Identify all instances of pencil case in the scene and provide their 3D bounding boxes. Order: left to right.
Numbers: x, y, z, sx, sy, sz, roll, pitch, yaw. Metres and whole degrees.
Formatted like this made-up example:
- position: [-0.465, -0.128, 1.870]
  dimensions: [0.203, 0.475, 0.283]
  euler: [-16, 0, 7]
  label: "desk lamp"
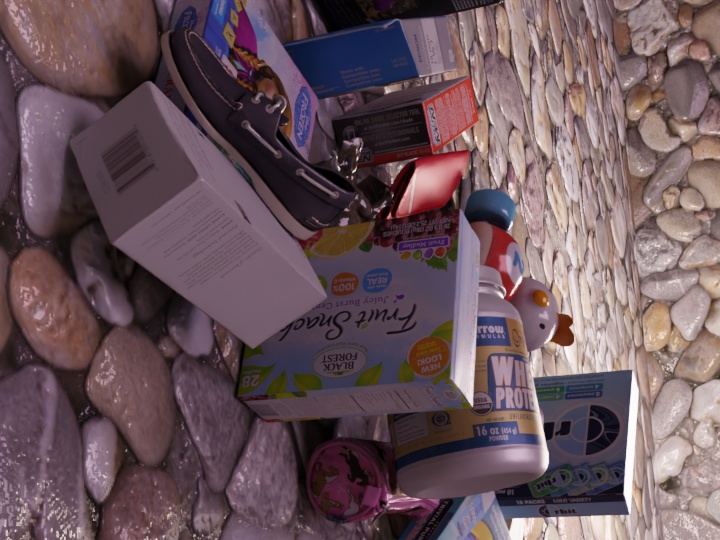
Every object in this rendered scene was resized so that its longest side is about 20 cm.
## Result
- position: [0.020, 0.214, 1.130]
  dimensions: [0.200, 0.083, 0.087]
  euler: [23, 51, -66]
  label: "pencil case"

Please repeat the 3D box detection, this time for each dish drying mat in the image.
- position: [0.075, -0.094, 1.226]
  dimensions: [0.077, 0.018, 0.200]
  euler: [-64, 164, 18]
  label: "dish drying mat"

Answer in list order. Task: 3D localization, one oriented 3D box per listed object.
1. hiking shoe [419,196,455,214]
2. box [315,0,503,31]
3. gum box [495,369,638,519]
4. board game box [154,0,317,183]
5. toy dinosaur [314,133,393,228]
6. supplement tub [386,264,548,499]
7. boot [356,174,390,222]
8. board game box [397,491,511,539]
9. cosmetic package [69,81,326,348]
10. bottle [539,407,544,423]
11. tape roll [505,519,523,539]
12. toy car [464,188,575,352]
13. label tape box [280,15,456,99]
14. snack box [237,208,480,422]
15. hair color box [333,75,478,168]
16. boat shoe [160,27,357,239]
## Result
- position: [0.062, -0.063, 1.326]
  dimensions: [0.101, 0.076, 0.200]
  euler: [63, 31, -45]
  label: "hiking shoe"
- position: [0.050, -0.349, 1.226]
  dimensions: [0.106, 0.200, 0.122]
  euler: [55, 35, -47]
  label: "box"
- position: [0.254, 0.215, 1.389]
  dimensions: [0.200, 0.170, 0.045]
  euler: [-71, 146, -47]
  label: "gum box"
- position: [-0.108, -0.136, 0.994]
  dimensions: [0.200, 0.041, 0.200]
  euler: [52, 38, -50]
  label: "board game box"
- position: [-0.020, -0.035, 1.113]
  dimensions: [0.102, 0.077, 0.200]
  euler: [-4, 100, -44]
  label: "toy dinosaur"
- position: [0.093, 0.108, 1.071]
  dimensions: [0.145, 0.145, 0.200]
  euler: [31, 47, -62]
  label: "supplement tub"
- position: [0.000, 0.000, 1.184]
  dimensions: [0.186, 0.064, 0.200]
  euler: [-9, 79, -46]
  label: "boot"
- position: [0.092, 0.337, 1.226]
  dimensions: [0.200, 0.047, 0.151]
  euler: [-48, 129, -35]
  label: "board game box"
- position: [-0.117, -0.035, 0.842]
  dimensions: [0.113, 0.081, 0.200]
  euler: [59, 9, 33]
  label: "cosmetic package"
- position: [0.133, 0.166, 1.329]
  dimensions: [0.200, 0.065, 0.084]
  euler: [17, 54, -33]
  label: "bottle"
- position: [0.150, 0.291, 1.431]
  dimensions: [0.202, 0.071, 0.203]
  euler: [-8, 90, -66]
  label: "tape roll"
- position: [0.185, 0.037, 1.369]
  dimensions: [0.177, 0.200, 0.184]
  euler: [129, -19, -56]
  label: "toy car"
- position: [0.000, -0.214, 1.139]
  dimensions: [0.200, 0.143, 0.066]
  euler: [-36, 115, -65]
  label: "label tape box"
- position: [0.002, 0.043, 0.994]
  dimensions: [0.068, 0.200, 0.169]
  euler: [50, 39, -51]
  label: "snack box"
- position: [0.058, -0.175, 1.308]
  dimensions: [0.200, 0.111, 0.064]
  euler: [-38, 118, -63]
  label: "hair color box"
- position: [-0.077, -0.117, 0.881]
  dimensions: [0.200, 0.063, 0.073]
  euler: [53, 21, -20]
  label: "boat shoe"
